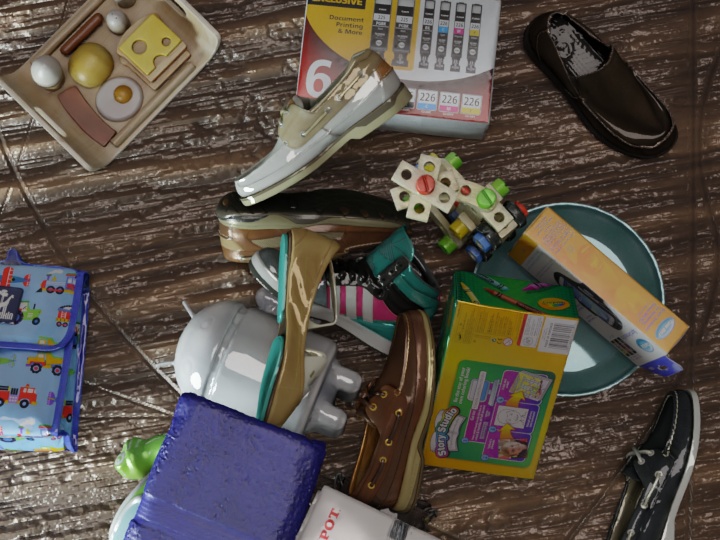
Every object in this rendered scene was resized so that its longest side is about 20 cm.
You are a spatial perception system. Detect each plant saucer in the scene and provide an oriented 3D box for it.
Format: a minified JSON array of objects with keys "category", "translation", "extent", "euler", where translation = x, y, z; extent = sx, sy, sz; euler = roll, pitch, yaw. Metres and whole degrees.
[{"category":"plant saucer","translation":[0.212,0.031,1.418],"extent":[0.199,0.036,0.201],"euler":[0,82,0]}]

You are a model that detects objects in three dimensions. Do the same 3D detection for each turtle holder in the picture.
[{"category":"turtle holder","translation":[-0.185,0.250,1.340],"extent":[0.132,0.141,0.186],"euler":[-31,90,12]}]

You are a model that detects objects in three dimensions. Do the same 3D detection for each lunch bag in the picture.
[{"category":"lunch bag","translation":[-0.360,0.076,1.398],"extent":[0.150,0.094,0.201],"euler":[2,70,1]}]

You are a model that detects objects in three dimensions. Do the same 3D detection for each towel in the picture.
[{"category":"towel","translation":[-0.128,0.224,1.242],"extent":[0.147,0.050,0.200],"euler":[21,90,4]}]

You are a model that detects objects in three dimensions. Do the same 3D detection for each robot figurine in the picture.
[{"category":"robot figurine","translation":[-0.100,0.101,1.370],"extent":[0.200,0.113,0.170],"euler":[23,70,3]}]

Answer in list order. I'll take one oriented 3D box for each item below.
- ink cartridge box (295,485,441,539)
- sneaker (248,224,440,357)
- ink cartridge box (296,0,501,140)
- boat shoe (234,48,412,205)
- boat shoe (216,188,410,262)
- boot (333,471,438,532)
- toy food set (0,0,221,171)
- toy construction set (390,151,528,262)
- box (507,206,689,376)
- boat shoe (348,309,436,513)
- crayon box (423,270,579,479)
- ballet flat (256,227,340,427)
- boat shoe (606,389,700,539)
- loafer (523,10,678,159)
[{"category":"ink cartridge box","translation":[0.020,0.313,1.295],"extent":[0.200,0.084,0.145],"euler":[25,71,1]},{"category":"sneaker","translation":[0.000,0.000,1.360],"extent":[0.200,0.084,0.121],"euler":[27,110,-21]},{"category":"ink cartridge box","translation":[0.041,-0.238,1.428],"extent":[0.199,0.084,0.176],"euler":[5,83,1]},{"category":"boat shoe","translation":[-0.049,-0.142,1.356],"extent":[0.200,0.075,0.068],"euler":[-35,106,7]},{"category":"boat shoe","translation":[-0.049,-0.039,1.416],"extent":[0.199,0.076,0.074],"euler":[2,115,-6]},{"category":"boot","translation":[0.033,0.312,1.369],"extent":[0.200,0.069,0.174],"euler":[29,75,-4]},{"category":"toy food set","translation":[-0.263,-0.222,1.438],"extent":[0.143,0.060,0.200],"euler":[43,85,5]},{"category":"toy construction set","translation":[0.093,-0.070,1.349],"extent":[0.092,0.200,0.131],"euler":[-42,84,6]},{"category":"box","translation":[0.238,0.025,1.341],"extent":[0.200,0.119,0.042],"euler":[39,82,4]},{"category":"boat shoe","translation":[0.031,0.136,1.334],"extent":[0.067,0.072,0.201],"euler":[7,95,-12]},{"category":"crayon box","translation":[0.131,0.105,1.339],"extent":[0.118,0.058,0.200],"euler":[8,121,-4]},{"category":"ballet flat","translation":[-0.054,0.060,1.286],"extent":[0.063,0.069,0.201],"euler":[9,84,-11]},{"category":"boat shoe","translation":[0.290,0.212,1.375],"extent":[0.060,0.076,0.201],"euler":[14,82,-4]},{"category":"loafer","translation":[0.249,-0.194,1.428],"extent":[0.200,0.071,0.073],"euler":[42,85,5]}]
